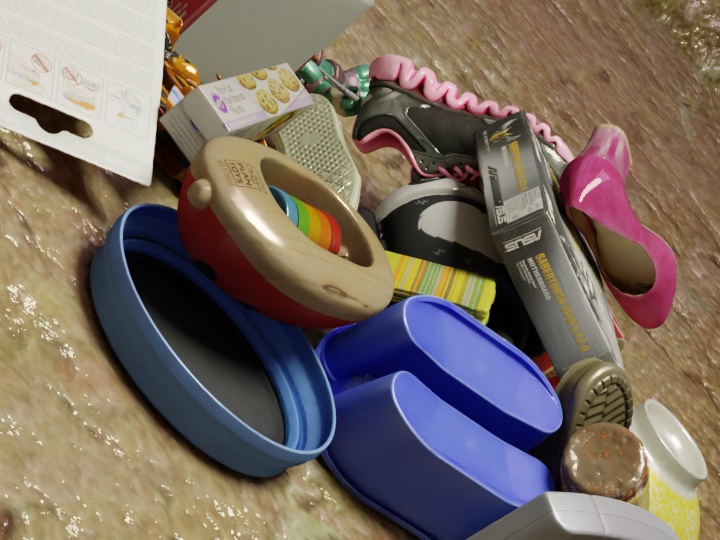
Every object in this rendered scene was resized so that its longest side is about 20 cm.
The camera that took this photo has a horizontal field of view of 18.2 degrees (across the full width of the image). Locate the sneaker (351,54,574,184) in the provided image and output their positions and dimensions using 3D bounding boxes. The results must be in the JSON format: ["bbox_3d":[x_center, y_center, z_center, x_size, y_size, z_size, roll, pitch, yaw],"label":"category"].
[{"bbox_3d":[0.082,-0.099,1.862,0.199,0.096,0.079,24,-16,14],"label":"sneaker"}]

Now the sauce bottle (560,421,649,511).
[{"bbox_3d":[0.177,0.178,1.634,0.066,0.066,0.200,61,-10,28],"label":"sauce bottle"}]

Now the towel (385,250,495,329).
[{"bbox_3d":[0.000,0.000,1.636,0.198,0.018,0.086,14,16,4],"label":"towel"}]

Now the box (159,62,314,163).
[{"bbox_3d":[-0.085,-0.114,1.603,0.042,0.039,0.200,53,19,3],"label":"box"}]

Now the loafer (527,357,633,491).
[{"bbox_3d":[0.147,0.137,1.677,0.076,0.201,0.067,-23,51,-34],"label":"loafer"}]

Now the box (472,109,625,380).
[{"bbox_3d":[0.145,-0.014,1.744,0.200,0.048,0.159,-91,155,-64],"label":"box"}]

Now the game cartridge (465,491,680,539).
[{"bbox_3d":[0.147,0.209,1.568,0.199,0.133,0.041,25,34,-50],"label":"game cartridge"}]

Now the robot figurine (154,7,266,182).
[{"bbox_3d":[-0.134,-0.127,1.664,0.200,0.058,0.145,52,18,2],"label":"robot figurine"}]

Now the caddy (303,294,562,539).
[{"bbox_3d":[0.049,0.111,1.578,0.199,0.105,0.142,35,46,-27],"label":"caddy"}]

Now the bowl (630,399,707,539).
[{"bbox_3d":[0.218,0.168,1.840,0.200,0.108,0.201,43,21,-21],"label":"bowl"}]

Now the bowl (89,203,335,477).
[{"bbox_3d":[-0.097,0.047,1.461,0.201,0.039,0.201,44,20,-21],"label":"bowl"}]

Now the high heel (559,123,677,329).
[{"bbox_3d":[0.201,-0.011,1.774,0.096,0.067,0.201,-59,146,-41],"label":"high heel"}]

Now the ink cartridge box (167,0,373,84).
[{"bbox_3d":[-0.115,-0.265,1.826,0.144,0.145,0.201,24,31,-51],"label":"ink cartridge box"}]

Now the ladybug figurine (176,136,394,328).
[{"bbox_3d":[-0.056,-0.019,1.502,0.200,0.072,0.136,28,28,-49],"label":"ladybug figurine"}]

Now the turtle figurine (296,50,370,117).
[{"bbox_3d":[-0.041,-0.202,1.942,0.200,0.100,0.151,17,71,-79],"label":"turtle figurine"}]

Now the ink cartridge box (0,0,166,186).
[{"bbox_3d":[-0.212,-0.151,1.525,0.159,0.047,0.201,22,49,-26],"label":"ink cartridge box"}]

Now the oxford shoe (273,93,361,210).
[{"bbox_3d":[-0.036,-0.065,1.771,0.201,0.074,0.058,-98,179,-54],"label":"oxford shoe"}]

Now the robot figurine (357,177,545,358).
[{"bbox_3d":[0.067,0.012,1.756,0.201,0.124,0.151,-99,168,-55],"label":"robot figurine"}]

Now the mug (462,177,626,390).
[{"bbox_3d":[0.115,0.011,1.928,0.201,0.176,0.134,61,-16,16],"label":"mug"}]
